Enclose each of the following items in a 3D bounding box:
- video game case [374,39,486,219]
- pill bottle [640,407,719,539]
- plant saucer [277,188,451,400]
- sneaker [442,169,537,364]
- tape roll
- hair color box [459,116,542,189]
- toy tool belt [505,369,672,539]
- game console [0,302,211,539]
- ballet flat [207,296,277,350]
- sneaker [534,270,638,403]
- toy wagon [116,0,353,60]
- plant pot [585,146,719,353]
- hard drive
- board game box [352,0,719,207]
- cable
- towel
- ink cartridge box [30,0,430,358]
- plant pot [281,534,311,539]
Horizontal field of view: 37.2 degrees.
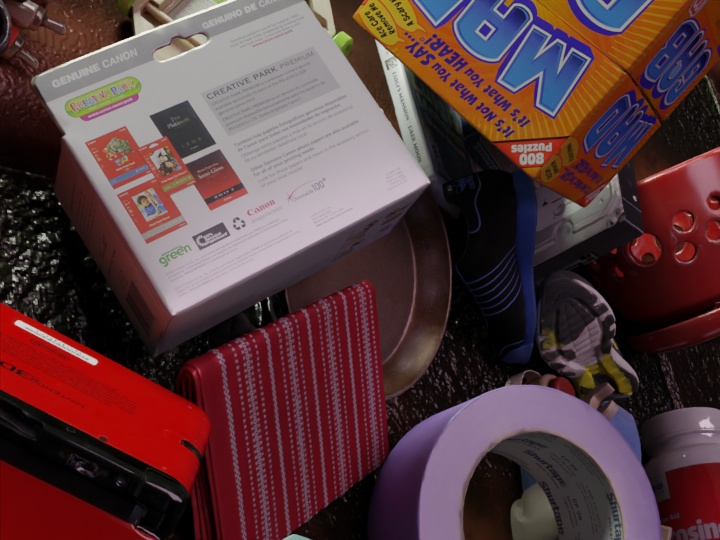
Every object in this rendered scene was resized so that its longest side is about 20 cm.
[{"bbox_3d":[0.085,-0.120,1.005,0.200,0.023,0.182,32,38,-53],"label":"video game case"},{"bbox_3d":[0.331,0.239,1.027,0.112,0.112,0.200,23,50,-39],"label":"pill bottle"},{"bbox_3d":[0.000,0.000,0.827,0.200,0.034,0.201,4,84,-49],"label":"plant saucer"},{"bbox_3d":[0.112,0.000,0.937,0.070,0.078,0.200,-94,179,-57],"label":"sneaker"},{"bbox_3d":[0.111,0.189,0.771,0.200,0.085,0.200,8,69,-22],"label":"tape roll"},{"bbox_3d":[0.142,-0.176,1.090,0.100,0.060,0.200,47,28,-38],"label":"hair color box"},{"bbox_3d":[0.203,0.165,0.919,0.125,0.123,0.200,29,46,-34],"label":"toy tool belt"},{"bbox_3d":[-0.195,0.104,0.539,0.200,0.119,0.172,29,12,-7],"label":"game console"},{"bbox_3d":[-0.083,-0.020,0.766,0.066,0.057,0.200,17,54,-43],"label":"ballet flat"},{"bbox_3d":[0.201,0.057,1.015,0.200,0.074,0.085,57,8,-46],"label":"sneaker"},{"bbox_3d":[-0.082,-0.202,0.830,0.155,0.040,0.200,37,63,4],"label":"toy wagon"},{"bbox_3d":[0.344,-0.019,1.147,0.200,0.200,0.183,-18,83,-53],"label":"plant pot"},{"bbox_3d":[0.209,-0.093,1.086,0.038,0.140,0.200,29,47,-34],"label":"hard drive"},{"bbox_3d":[0.159,-0.199,0.869,0.200,0.200,0.200,45,14,18],"label":"board game box"},{"bbox_3d":[-0.284,-0.199,0.687,0.200,0.050,0.097,28,63,-19],"label":"cable"},{"bbox_3d":[-0.045,0.098,0.712,0.200,0.022,0.145,-24,114,-53],"label":"towel"},{"bbox_3d":[-0.088,-0.072,0.700,0.200,0.084,0.176,-28,80,-26],"label":"ink cartridge box"},{"bbox_3d":[-0.041,0.236,0.541,0.161,0.201,0.200,54,36,11],"label":"plant pot"}]
